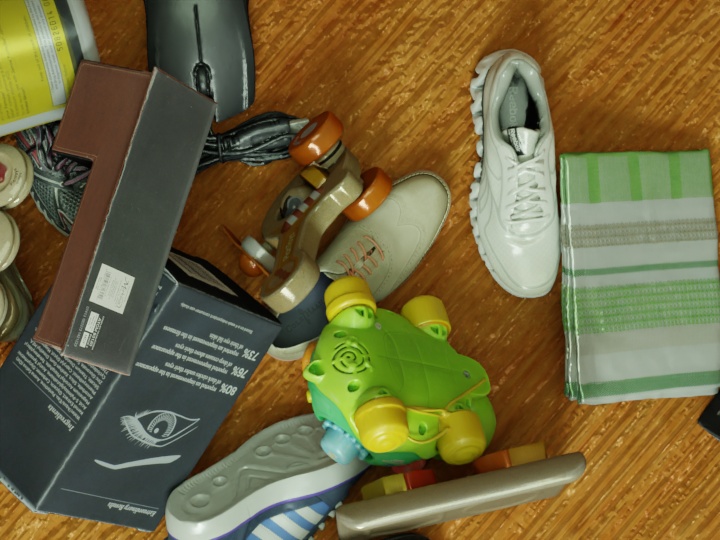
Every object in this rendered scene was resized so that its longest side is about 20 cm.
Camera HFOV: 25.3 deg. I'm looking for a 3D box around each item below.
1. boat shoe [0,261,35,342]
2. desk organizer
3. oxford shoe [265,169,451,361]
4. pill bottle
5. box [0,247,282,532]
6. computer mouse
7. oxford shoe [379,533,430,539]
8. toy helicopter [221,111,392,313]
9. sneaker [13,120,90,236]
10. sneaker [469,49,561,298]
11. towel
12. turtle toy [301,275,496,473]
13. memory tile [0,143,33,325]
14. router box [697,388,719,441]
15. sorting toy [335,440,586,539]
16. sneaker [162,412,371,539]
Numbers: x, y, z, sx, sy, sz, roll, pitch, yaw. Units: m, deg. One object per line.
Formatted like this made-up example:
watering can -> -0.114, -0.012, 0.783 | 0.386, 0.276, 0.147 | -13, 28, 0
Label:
boat shoe -> -0.321, -0.025, 1.259 | 0.072, 0.065, 0.201 | -40, 75, 7
desk organizer -> -0.177, -0.039, 1.111 | 0.076, 0.072, 0.202 | 14, 84, 35
oxford shoe -> 0.000, 0.000, 1.274 | 0.071, 0.074, 0.200 | 43, 89, -4
pill bottle -> -0.292, -0.145, 1.146 | 0.198, 0.112, 0.113 | -18, 93, -15
box -> -0.178, 0.082, 1.206 | 0.104, 0.148, 0.201 | 36, 95, 33
computer mouse -> -0.121, -0.179, 1.272 | 0.137, 0.053, 0.202 | -10, 92, -3
oxford shoe -> 0.020, 0.264, 1.231 | 0.084, 0.200, 0.074 | 0, 108, 33
toy helicopter -> -0.053, -0.026, 1.215 | 0.132, 0.201, 0.079 | -35, 111, 22
sneaker -> -0.244, -0.112, 1.255 | 0.080, 0.075, 0.202 | -26, 94, -3
sneaker -> 0.125, -0.077, 1.278 | 0.074, 0.081, 0.203 | -7, 93, -5
towel -> 0.226, 0.004, 1.300 | 0.148, 0.031, 0.203 | -2, 89, -24
turtle toy -> 0.033, 0.099, 1.239 | 0.198, 0.147, 0.101 | 15, 135, -35
memory tile -> -0.328, -0.001, 1.206 | 0.152, 0.017, 0.202 | 4, 79, 20
router box -> 0.354, 0.156, 1.238 | 0.149, 0.200, 0.051 | 36, 91, -4
sorting toy -> 0.070, 0.169, 1.222 | 0.183, 0.200, 0.037 | -12, 78, -3
sneaker -> -0.067, 0.212, 1.285 | 0.199, 0.080, 0.148 | -24, 127, -29
